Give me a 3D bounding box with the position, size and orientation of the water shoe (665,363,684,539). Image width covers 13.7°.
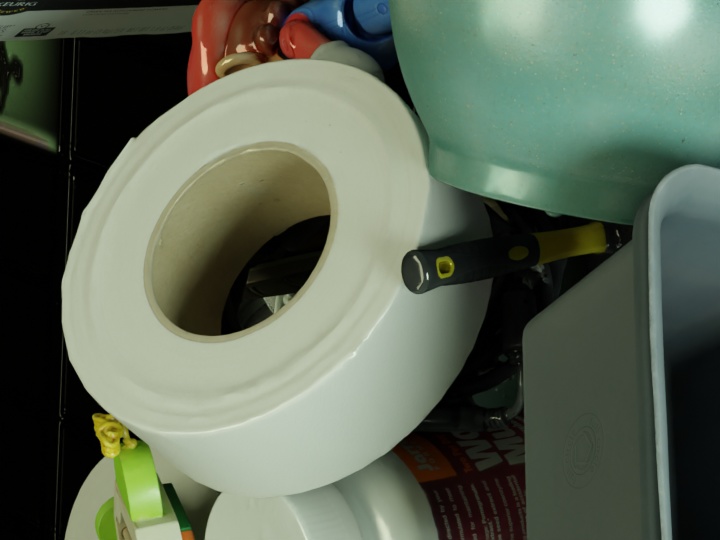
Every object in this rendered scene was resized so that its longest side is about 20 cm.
[{"bbox_3d":[0.119,0.126,1.349,0.079,0.071,0.201,-35,65,52],"label":"water shoe"}]

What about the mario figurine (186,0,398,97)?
[{"bbox_3d":[-0.002,-0.107,1.537,0.199,0.123,0.107,-19,66,37],"label":"mario figurine"}]

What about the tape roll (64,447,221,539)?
[{"bbox_3d":[-0.053,0.183,1.631,0.202,0.139,0.204,10,103,50],"label":"tape roll"}]

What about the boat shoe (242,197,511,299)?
[{"bbox_3d":[-0.001,-0.035,1.540,0.199,0.072,0.068,-15,83,14],"label":"boat shoe"}]

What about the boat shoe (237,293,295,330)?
[{"bbox_3d":[-0.026,0.008,1.623,0.199,0.068,0.074,-38,67,45],"label":"boat shoe"}]

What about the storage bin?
[{"bbox_3d":[0.144,0.079,1.250,0.134,0.145,0.201,-33,50,53],"label":"storage bin"}]

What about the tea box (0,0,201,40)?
[{"bbox_3d":[-0.125,-0.220,1.608,0.197,0.199,0.134,-32,70,50],"label":"tea box"}]

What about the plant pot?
[{"bbox_3d":[0.099,-0.094,1.325,0.200,0.200,0.135,21,102,49],"label":"plant pot"}]

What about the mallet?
[{"bbox_3d":[0.081,-0.020,1.384,0.041,0.200,0.066,-7,85,36],"label":"mallet"}]

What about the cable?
[{"bbox_3d":[0.000,0.000,1.460,0.199,0.051,0.164,0,73,22],"label":"cable"}]

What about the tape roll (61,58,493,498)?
[{"bbox_3d":[-0.041,0.002,1.407,0.202,0.071,0.203,-17,54,24],"label":"tape roll"}]

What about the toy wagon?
[{"bbox_3d":[-0.100,0.164,1.489,0.155,0.039,0.201,-126,29,-67],"label":"toy wagon"}]

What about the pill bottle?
[{"bbox_3d":[0.030,0.131,1.467,0.109,0.199,0.110,11,104,50],"label":"pill bottle"}]
